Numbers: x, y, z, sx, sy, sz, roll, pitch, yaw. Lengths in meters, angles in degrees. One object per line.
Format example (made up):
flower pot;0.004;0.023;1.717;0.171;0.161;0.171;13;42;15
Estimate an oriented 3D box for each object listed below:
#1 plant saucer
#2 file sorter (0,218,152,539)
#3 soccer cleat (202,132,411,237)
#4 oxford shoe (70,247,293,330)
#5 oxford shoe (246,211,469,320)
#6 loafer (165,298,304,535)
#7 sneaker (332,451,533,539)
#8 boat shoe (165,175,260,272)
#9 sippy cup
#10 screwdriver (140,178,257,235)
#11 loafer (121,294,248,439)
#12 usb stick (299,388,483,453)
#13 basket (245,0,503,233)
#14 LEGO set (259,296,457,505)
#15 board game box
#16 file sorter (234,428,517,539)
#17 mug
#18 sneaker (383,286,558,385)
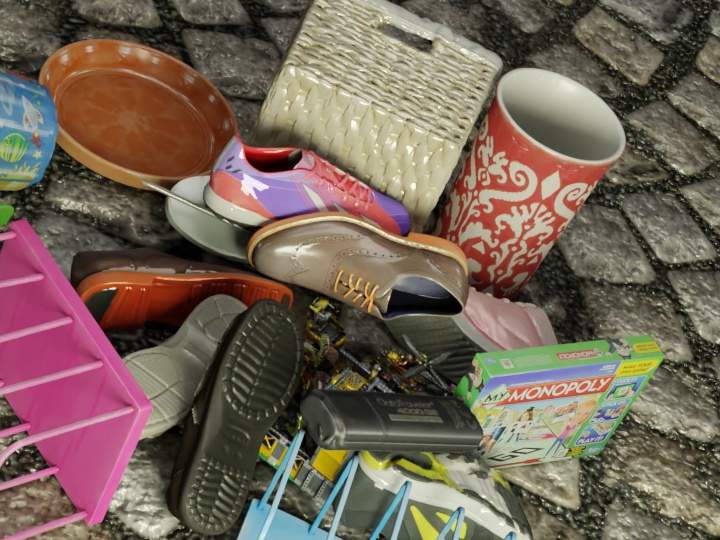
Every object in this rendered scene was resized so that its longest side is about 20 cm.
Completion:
plant saucer;-0.215;-0.145;1.850;0.199;0.032;0.201;17;38;-14
file sorter;-0.276;0.088;1.462;0.125;0.139;0.200;-14;54;-39
soccer cleat;-0.038;-0.070;1.720;0.199;0.073;0.068;10;30;-23
oxford shoe;-0.154;0.009;1.684;0.199;0.071;0.073;6;37;-26
oxford shoe;0.000;0.000;1.687;0.199;0.072;0.073;6;36;-8
loafer;-0.110;0.112;1.537;0.073;0.071;0.201;38;63;-30
sneaker;0.058;0.196;1.605;0.199;0.085;0.075;29;27;-32
boat shoe;-0.091;-0.029;1.772;0.199;0.064;0.071;19;71;-21
sippy cup;-0.339;-0.126;1.683;0.130;0.179;0.139;9;-3;-38
screwdriver;-0.106;-0.037;1.723;0.199;0.029;0.028;23;70;-11
loafer;-0.157;0.093;1.599;0.072;0.063;0.200;41;42;7
usb stick;0.027;0.121;1.539;0.199;0.033;0.056;7;39;-51
basket;0.002;-0.134;1.836;0.197;0.200;0.161;25;40;-3
LEGO set;-0.021;0.090;1.633;0.154;0.116;0.200;42;40;17
board game box;0.158;0.119;1.699;0.199;0.135;0.029;-4;48;-34
file sorter;0.005;0.234;1.484;0.199;0.123;0.139;26;38;-4
mug;0.158;-0.086;1.877;0.133;0.201;0.178;30;37;2
sneaker;0.103;0.048;1.796;0.200;0.075;0.105;42;38;12
